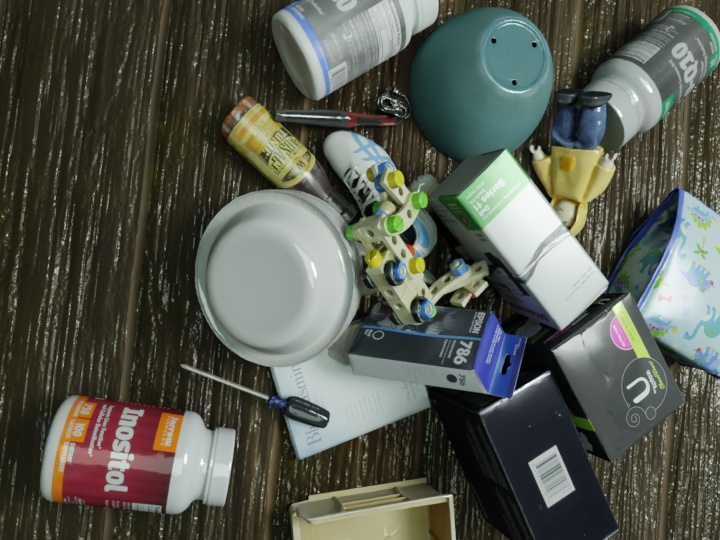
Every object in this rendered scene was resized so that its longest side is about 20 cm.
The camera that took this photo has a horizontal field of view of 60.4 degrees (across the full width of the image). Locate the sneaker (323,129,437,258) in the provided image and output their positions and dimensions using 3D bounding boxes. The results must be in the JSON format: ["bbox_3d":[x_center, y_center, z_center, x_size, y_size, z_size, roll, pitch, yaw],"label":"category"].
[{"bbox_3d":[0.020,-0.096,0.785,0.201,0.072,0.072,49,40,4],"label":"sneaker"}]

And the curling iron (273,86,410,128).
[{"bbox_3d":[-0.021,-0.207,0.802,0.195,0.025,0.051,-12,104,-24],"label":"curling iron"}]

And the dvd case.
[{"bbox_3d":[-0.014,0.143,0.810,0.195,0.018,0.147,-18,92,-12],"label":"dvd case"}]

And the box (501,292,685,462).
[{"bbox_3d":[0.269,0.123,0.779,0.122,0.200,0.151,-31,93,-11],"label":"box"}]

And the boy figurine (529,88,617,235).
[{"bbox_3d":[0.285,-0.141,0.846,0.064,0.122,0.206,-24,126,-43],"label":"boy figurine"}]

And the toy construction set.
[{"bbox_3d":[0.061,-0.018,0.715,0.199,0.091,0.133,43,51,-20],"label":"toy construction set"}]

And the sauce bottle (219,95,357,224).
[{"bbox_3d":[-0.087,-0.130,0.784,0.199,0.066,0.067,40,80,-8],"label":"sauce bottle"}]

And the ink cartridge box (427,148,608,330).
[{"bbox_3d":[0.183,-0.037,0.747,0.083,0.147,0.201,-41,99,-3],"label":"ink cartridge box"}]

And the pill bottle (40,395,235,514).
[{"bbox_3d":[-0.246,0.213,0.708,0.194,0.113,0.117,10,85,-12],"label":"pill bottle"}]

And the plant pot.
[{"bbox_3d":[0.173,-0.257,0.811,0.194,0.135,0.207,1,87,-12],"label":"plant pot"}]

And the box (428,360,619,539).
[{"bbox_3d":[0.192,0.226,0.767,0.102,0.182,0.205,-25,93,-13],"label":"box"}]

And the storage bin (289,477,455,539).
[{"bbox_3d":[0.017,0.383,0.767,0.192,0.094,0.207,-4,89,-13],"label":"storage bin"}]

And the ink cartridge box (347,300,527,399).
[{"bbox_3d":[0.091,0.088,0.729,0.100,0.194,0.040,-59,145,-45],"label":"ink cartridge box"}]

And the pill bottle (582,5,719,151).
[{"bbox_3d":[0.399,-0.268,0.871,0.199,0.113,0.114,-41,96,-10],"label":"pill bottle"}]

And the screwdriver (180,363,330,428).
[{"bbox_3d":[-0.128,0.155,0.758,0.195,0.028,0.030,19,54,-13],"label":"screwdriver"}]

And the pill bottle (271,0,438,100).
[{"bbox_3d":[-0.004,-0.314,0.785,0.197,0.114,0.116,-34,94,-12],"label":"pill bottle"}]

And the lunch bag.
[{"bbox_3d":[0.457,0.014,0.864,0.167,0.127,0.204,29,91,-9],"label":"lunch bag"}]

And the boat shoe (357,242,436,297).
[{"bbox_3d":[0.000,0.000,0.794,0.194,0.071,0.064,17,103,-8],"label":"boat shoe"}]

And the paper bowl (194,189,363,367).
[{"bbox_3d":[-0.099,0.010,0.718,0.194,0.104,0.208,1,96,11],"label":"paper bowl"}]

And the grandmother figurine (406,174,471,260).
[{"bbox_3d":[0.151,-0.080,0.838,0.195,0.060,0.125,18,74,-14],"label":"grandmother figurine"}]
